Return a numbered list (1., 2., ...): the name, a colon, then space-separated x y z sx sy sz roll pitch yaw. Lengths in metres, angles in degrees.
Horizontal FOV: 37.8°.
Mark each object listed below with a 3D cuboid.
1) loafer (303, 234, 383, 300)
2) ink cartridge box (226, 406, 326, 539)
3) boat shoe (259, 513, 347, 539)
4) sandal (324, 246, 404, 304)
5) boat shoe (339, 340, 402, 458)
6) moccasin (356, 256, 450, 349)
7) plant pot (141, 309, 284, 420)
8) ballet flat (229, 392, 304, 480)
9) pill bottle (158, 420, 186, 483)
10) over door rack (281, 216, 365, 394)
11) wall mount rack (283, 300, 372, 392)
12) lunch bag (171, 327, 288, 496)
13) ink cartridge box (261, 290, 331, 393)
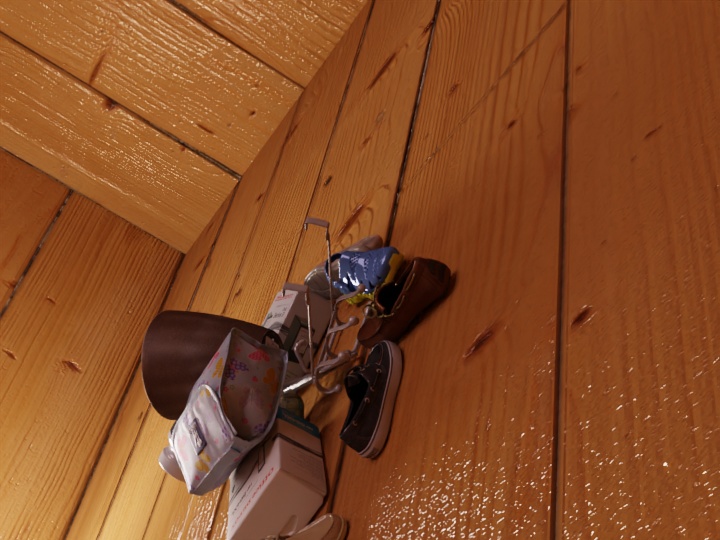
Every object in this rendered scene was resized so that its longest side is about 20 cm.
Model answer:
1. loafer: -0.025 -0.005 1.867 0.199 0.072 0.063 -31 15 49
2. ink cartridge box: -0.125 0.313 1.542 0.147 0.084 0.200 -56 14 12
3. boat shoe: -0.105 0.369 1.325 0.199 0.065 0.072 -39 17 -3
4. sandal: 0.000 0.000 1.713 0.080 0.087 0.200 -59 15 -27
5. boat shoe: 0.007 0.163 1.430 0.070 0.066 0.201 -46 21 41
6. moccasin: 0.047 0.046 1.491 0.201 0.077 0.074 -44 25 51
7. plant pot: -0.235 0.152 1.772 0.198 0.188 0.188 -6 43 23
8. ballet flat: -0.154 0.291 1.728 0.201 0.070 0.071 -55 16 15
9. pill bottle: -0.309 0.313 2.079 0.201 0.115 0.116 -58 15 7
10. over door rack: -0.041 0.050 1.452 0.149 0.066 0.201 -75 -24 -47
11. wall mount rack: -0.057 0.128 1.699 0.173 0.075 0.200 -23 -6 -36
12. lunch bag: -0.203 0.218 1.588 0.170 0.126 0.201 -51 22 41
13. ink cartridge box: -0.139 0.137 1.914 0.202 0.084 0.146 -65 17 -15
